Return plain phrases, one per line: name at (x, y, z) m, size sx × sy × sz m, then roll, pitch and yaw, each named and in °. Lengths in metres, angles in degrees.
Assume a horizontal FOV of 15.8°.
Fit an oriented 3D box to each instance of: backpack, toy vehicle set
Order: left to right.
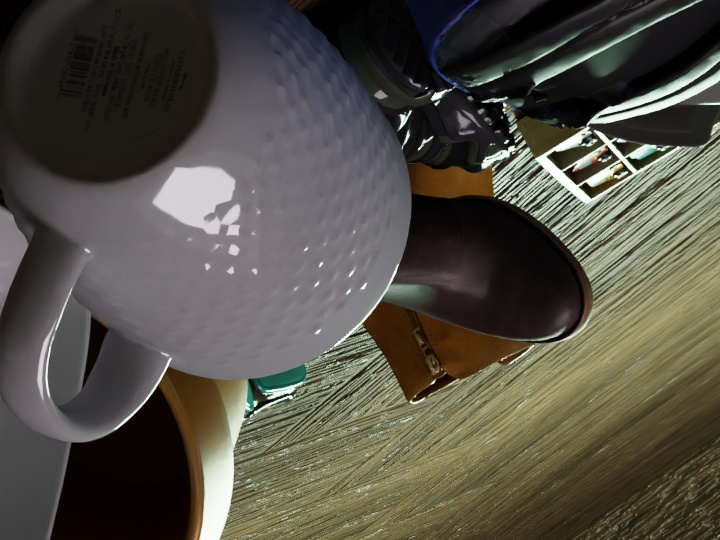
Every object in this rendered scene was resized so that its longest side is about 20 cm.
toy vehicle set at (0.174, -0.098, 1.644) m, size 0.124 × 0.027 × 0.200 m, roll -32°, pitch 167°, yaw 9°
backpack at (0.103, -0.155, 0.934) m, size 0.200 × 0.168 × 0.162 m, roll -40°, pitch 145°, yaw 28°

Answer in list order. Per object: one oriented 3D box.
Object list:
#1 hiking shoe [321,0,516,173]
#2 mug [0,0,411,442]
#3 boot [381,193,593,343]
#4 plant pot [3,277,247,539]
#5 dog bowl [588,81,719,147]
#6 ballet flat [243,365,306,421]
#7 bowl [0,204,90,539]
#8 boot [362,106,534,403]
hiking shoe at (0.009, -0.084, 1.278) m, size 0.100 × 0.076 × 0.200 m, roll -21°, pitch 163°, yaw 16°
mug at (-0.082, -0.025, 1.032) m, size 0.200 × 0.147 × 0.175 m, roll -63°, pitch 159°, yaw -9°
boot at (0.000, 0.000, 1.276) m, size 0.166 × 0.200 × 0.072 m, roll -28°, pitch 139°, yaw -59°
plant pot at (-0.143, 0.078, 1.309) m, size 0.200 × 0.200 × 0.183 m, roll -34°, pitch -179°, yaw 21°
dog bowl at (0.184, -0.139, 1.285) m, size 0.200 × 0.059 × 0.200 m, roll -7°, pitch 151°, yaw -4°
ballet flat at (-0.091, 0.070, 1.633) m, size 0.068 × 0.068 × 0.200 m, roll -23°, pitch 168°, yaw 13°
bowl at (-0.204, 0.063, 1.110) m, size 0.075 × 0.200 × 0.200 m, roll 5°, pitch 167°, yaw 28°
boot at (0.062, -0.023, 1.425) m, size 0.071 × 0.144 × 0.201 m, roll -18°, pitch 162°, yaw -44°
